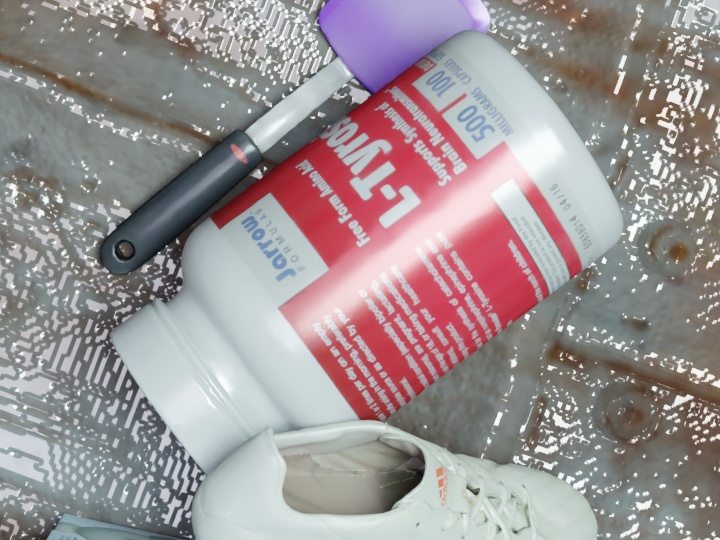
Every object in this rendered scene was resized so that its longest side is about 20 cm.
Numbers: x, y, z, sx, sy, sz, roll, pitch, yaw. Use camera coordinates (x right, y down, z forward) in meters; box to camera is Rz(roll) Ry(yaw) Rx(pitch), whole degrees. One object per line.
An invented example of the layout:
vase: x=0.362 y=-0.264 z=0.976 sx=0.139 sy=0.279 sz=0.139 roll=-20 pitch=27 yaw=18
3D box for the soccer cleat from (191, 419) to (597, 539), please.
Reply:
soccer cleat: x=0.026 y=0.099 z=0.891 sx=0.200 sy=0.078 sz=0.069 roll=5 pitch=47 yaw=-34

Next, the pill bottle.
pill bottle: x=0.000 y=0.000 z=0.909 sx=0.200 sy=0.112 sz=0.112 roll=-37 pitch=91 yaw=-3

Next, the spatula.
spatula: x=-0.035 y=-0.066 z=0.954 sx=0.200 sy=0.021 sz=0.057 roll=-39 pitch=93 yaw=-2

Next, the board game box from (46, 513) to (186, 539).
board game box: x=-0.036 y=0.155 z=0.862 sx=0.199 sy=0.200 sz=0.043 roll=12 pitch=95 yaw=-2
